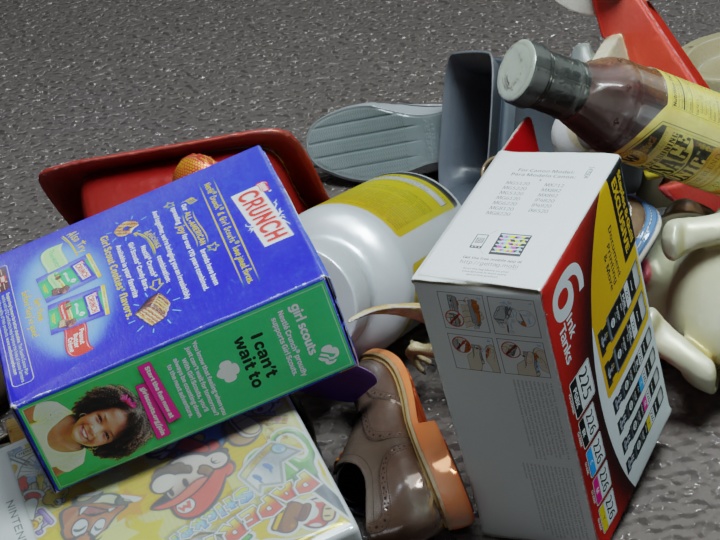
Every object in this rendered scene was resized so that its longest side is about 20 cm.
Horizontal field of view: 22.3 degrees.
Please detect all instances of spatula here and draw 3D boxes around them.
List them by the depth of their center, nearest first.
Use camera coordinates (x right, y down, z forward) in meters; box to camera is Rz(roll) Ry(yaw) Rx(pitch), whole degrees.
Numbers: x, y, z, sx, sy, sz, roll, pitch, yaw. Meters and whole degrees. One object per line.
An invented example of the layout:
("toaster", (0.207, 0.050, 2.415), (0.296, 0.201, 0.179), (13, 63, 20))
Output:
("spatula", (-0.038, 0.075, 1.222), (0.056, 0.021, 0.200), (17, -10, -13))

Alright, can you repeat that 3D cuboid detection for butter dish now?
("butter dish", (-0.119, 0.000, 1.364), (0.199, 0.200, 0.148), (-10, 63, 9))

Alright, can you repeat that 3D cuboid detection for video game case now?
("video game case", (-0.121, 0.138, 1.084), (0.199, 0.023, 0.182), (-23, 42, -9))

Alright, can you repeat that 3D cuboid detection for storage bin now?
("storage bin", (0.147, -0.102, 1.487), (0.134, 0.146, 0.200), (3, 6, -8))

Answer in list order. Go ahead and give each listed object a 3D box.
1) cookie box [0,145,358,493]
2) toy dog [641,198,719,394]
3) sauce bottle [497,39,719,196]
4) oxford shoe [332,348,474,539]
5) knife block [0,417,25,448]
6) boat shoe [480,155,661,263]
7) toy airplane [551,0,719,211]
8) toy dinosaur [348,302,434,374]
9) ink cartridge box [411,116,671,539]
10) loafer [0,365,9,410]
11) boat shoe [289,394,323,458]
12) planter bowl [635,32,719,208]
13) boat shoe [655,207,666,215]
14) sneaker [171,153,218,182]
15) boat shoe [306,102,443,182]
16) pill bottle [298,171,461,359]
("cookie box", (-0.122, 0.026, 1.134), (0.199, 0.075, 0.171), (-23, 35, -4))
("toy dog", (0.258, 0.012, 1.206), (0.193, 0.140, 0.200), (-8, 16, -44))
("sauce bottle", (0.177, -0.097, 1.157), (0.199, 0.066, 0.066), (15, 14, -27))
("oxford shoe", (0.011, 0.110, 1.172), (0.073, 0.072, 0.200), (-23, 23, -4))
("knife block", (-0.197, 0.126, 1.216), (0.175, 0.064, 0.200), (5, 30, 27))
("boat shoe", (0.131, -0.038, 1.229), (0.072, 0.072, 0.200), (-57, 20, -3))
("toy airplane", (0.188, -0.135, 1.305), (0.141, 0.200, 0.200), (-36, 46, 21))
("toy dinosaur", (0.071, 0.037, 1.238), (0.199, 0.058, 0.101), (15, -15, -20))
("ink cartridge box", (0.122, 0.034, 1.098), (0.084, 0.201, 0.176), (5, 40, 29))
("loafer", (-0.275, 0.082, 1.347), (0.200, 0.073, 0.071), (-28, 41, -24))
("boat shoe", (-0.053, 0.139, 1.131), (0.070, 0.067, 0.200), (-6, 25, 9))
("planter bowl", (0.312, -0.112, 1.448), (0.199, 0.135, 0.200), (-7, 25, 4))
("boat shoe", (0.187, -0.015, 1.343), (0.199, 0.069, 0.072), (-14, 47, -7))
("sneaker", (-0.121, 0.019, 1.252), (0.073, 0.201, 0.077), (22, 24, 39))
("boat shoe", (0.052, -0.114, 1.646), (0.199, 0.074, 0.067), (1, 0, 23))
("pill bottle", (0.000, 0.000, 1.308), (0.112, 0.113, 0.200), (2, 14, 24))
